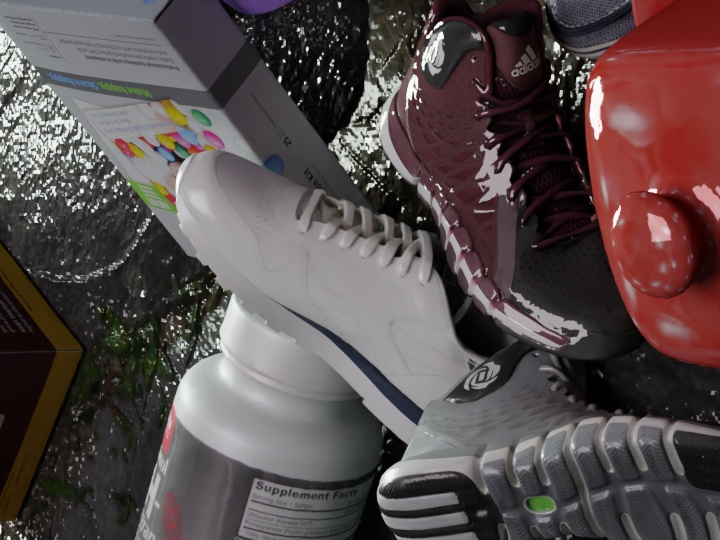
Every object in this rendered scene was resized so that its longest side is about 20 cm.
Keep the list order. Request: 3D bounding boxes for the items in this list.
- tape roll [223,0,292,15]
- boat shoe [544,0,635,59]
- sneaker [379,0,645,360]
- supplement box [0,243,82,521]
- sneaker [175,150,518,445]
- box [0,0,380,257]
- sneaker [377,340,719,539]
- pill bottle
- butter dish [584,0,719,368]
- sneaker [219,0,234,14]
[{"bbox_3d":[-0.024,-0.224,1.424,0.200,0.066,0.200,-44,25,27],"label":"tape roll"},{"bbox_3d":[0.125,-0.163,1.304,0.200,0.092,0.075,-43,59,41],"label":"boat shoe"},{"bbox_3d":[0.074,-0.056,1.362,0.200,0.075,0.116,51,143,36],"label":"sneaker"},{"bbox_3d":[-0.313,0.045,1.747,0.197,0.199,0.133,47,125,38],"label":"supplement box"},{"bbox_3d":[0.000,0.000,1.418,0.200,0.077,0.080,38,128,-11],"label":"sneaker"},{"bbox_3d":[-0.087,-0.076,1.499,0.156,0.200,0.041,13,59,49],"label":"box"},{"bbox_3d":[0.110,0.069,1.346,0.199,0.116,0.075,-4,128,21],"label":"sneaker"},{"bbox_3d":[-0.052,0.111,1.508,0.111,0.110,0.201,37,118,43],"label":"pill bottle"},{"bbox_3d":[0.162,-0.031,1.198,0.200,0.148,0.200,2,112,49],"label":"butter dish"},{"bbox_3d":[-0.133,-0.177,1.640,0.199,0.077,0.085,-4,77,43],"label":"sneaker"}]
